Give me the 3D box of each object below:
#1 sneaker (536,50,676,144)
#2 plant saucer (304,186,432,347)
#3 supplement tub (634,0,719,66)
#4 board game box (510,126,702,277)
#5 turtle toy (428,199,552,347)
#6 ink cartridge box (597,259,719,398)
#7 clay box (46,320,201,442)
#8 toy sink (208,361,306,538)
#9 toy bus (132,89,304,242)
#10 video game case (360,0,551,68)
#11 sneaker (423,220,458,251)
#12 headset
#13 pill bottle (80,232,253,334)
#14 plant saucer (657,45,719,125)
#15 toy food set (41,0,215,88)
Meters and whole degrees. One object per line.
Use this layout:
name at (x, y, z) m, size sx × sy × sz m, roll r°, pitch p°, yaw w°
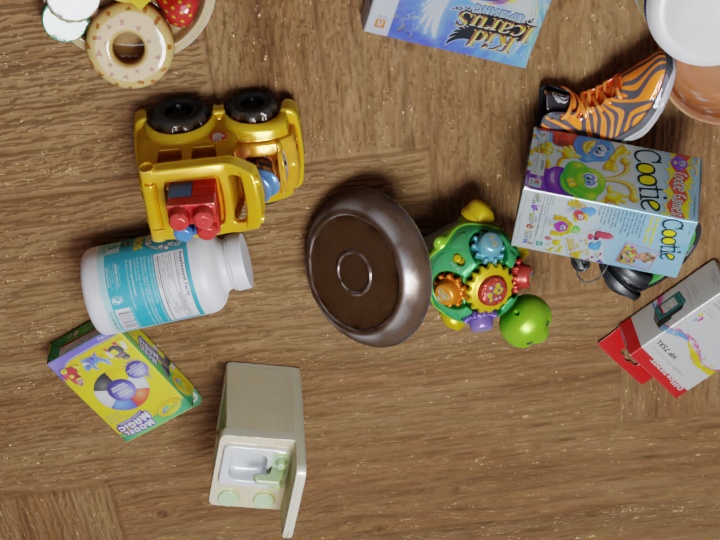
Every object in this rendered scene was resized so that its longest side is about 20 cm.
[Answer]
sneaker at (0.273, -0.193, 1.584) m, size 0.111 × 0.078 × 0.200 m, roll 21°, pitch 136°, yaw -18°
plant saucer at (0.000, 0.000, 1.663) m, size 0.032 × 0.200 × 0.201 m, roll -18°, pitch 142°, yaw -46°
supplement tub at (0.352, -0.322, 1.435) m, size 0.144 × 0.201 × 0.146 m, roll -2°, pitch 127°, yaw -3°
board game box at (0.286, -0.080, 1.591) m, size 0.198 × 0.104 × 0.105 m, roll 12°, pitch 142°, yaw 5°
turtle toy at (0.156, 0.019, 1.663) m, size 0.146 × 0.101 × 0.200 m, roll -48°, pitch 122°, yaw 4°
ink cartridge box at (0.433, 0.091, 1.836) m, size 0.200 × 0.068 × 0.116 m, roll -39°, pitch 121°, yaw 22°
clay box at (-0.310, 0.149, 1.819) m, size 0.114 × 0.048 × 0.200 m, roll -28°, pitch 123°, yaw 16°
toy sink at (-0.139, 0.237, 1.807) m, size 0.111 × 0.201 × 0.131 m, roll 5°, pitch 127°, yaw -10°
toy bus at (-0.159, -0.102, 1.557) m, size 0.198 × 0.193 × 0.137 m, roll -6°, pitch 126°, yaw -3°
video game case at (0.119, -0.330, 1.504) m, size 0.198 × 0.046 × 0.182 m, roll 10°, pitch 126°, yaw -13°
sneaker at (0.068, 0.010, 1.733) m, size 0.198 × 0.079 × 0.080 m, roll -21°, pitch 121°, yaw 8°
headset at (0.334, -0.029, 1.698) m, size 0.199 × 0.094 × 0.124 m, roll -12°, pitch 141°, yaw -35°
pill bottle at (-0.236, 0.008, 1.681) m, size 0.198 × 0.111 × 0.111 m, roll -12°, pitch 127°, yaw 3°
plant saucer at (0.442, -0.264, 1.589) m, size 0.198 × 0.038 × 0.201 m, roll -3°, pitch 127°, yaw -4°
toy food set at (-0.256, -0.308, 1.482) m, size 0.200 × 0.049 × 0.198 m, roll -39°, pitch 121°, yaw 22°
